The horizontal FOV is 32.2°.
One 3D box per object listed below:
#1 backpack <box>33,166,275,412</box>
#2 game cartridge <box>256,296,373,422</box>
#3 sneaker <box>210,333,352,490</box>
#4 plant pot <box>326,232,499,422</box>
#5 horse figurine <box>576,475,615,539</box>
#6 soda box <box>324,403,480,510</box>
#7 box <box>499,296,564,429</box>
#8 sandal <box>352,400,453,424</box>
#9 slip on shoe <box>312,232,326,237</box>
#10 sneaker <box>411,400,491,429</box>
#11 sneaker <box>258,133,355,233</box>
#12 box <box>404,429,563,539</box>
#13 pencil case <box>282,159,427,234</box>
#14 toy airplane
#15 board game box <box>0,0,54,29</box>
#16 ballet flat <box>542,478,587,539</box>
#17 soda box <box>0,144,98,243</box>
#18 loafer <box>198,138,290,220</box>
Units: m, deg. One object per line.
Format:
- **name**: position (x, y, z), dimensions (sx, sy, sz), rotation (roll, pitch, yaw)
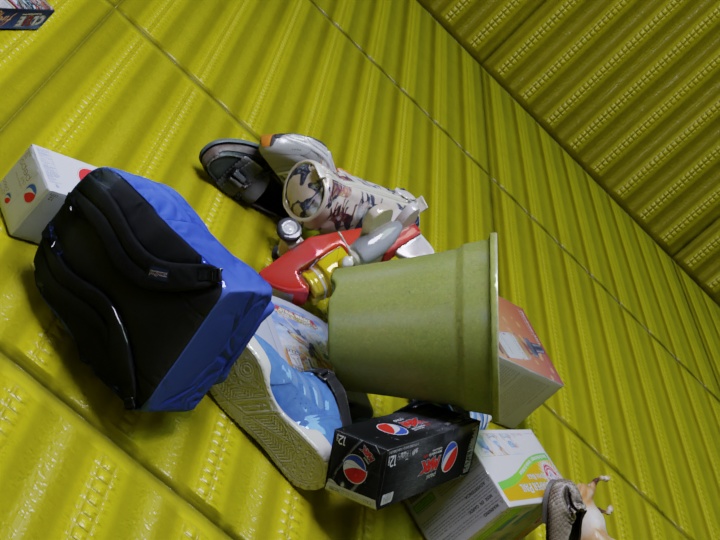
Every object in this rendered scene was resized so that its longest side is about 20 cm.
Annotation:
- **backpack**: position (-0.194, 0.016, 1.153), dimensions (0.200, 0.163, 0.167), rotation (41, 9, 21)
- **game cartridge**: position (-0.073, 0.094, 1.417), dimensions (0.199, 0.041, 0.134), rotation (27, 34, -44)
- **sneaker**: position (-0.082, 0.120, 1.288), dimensions (0.201, 0.076, 0.111), rotation (51, 26, -5)
- **plant pot**: position (0.059, 0.063, 1.356), dimensions (0.200, 0.181, 0.204), rotation (-1, 90, -84)
- **horse figurine**: position (0.324, 0.353, 1.712), dimensions (0.131, 0.050, 0.202), rotation (9, 49, -41)
- **soda box**: position (0.046, 0.189, 1.293), dimensions (0.070, 0.064, 0.199), rotation (16, 10, 31)
- **box**: position (0.168, 0.112, 1.757), dimensions (0.199, 0.106, 0.153), rotation (25, 30, -45)
- **sandal**: position (0.046, 0.185, 1.421), dimensions (0.080, 0.087, 0.199), rotation (54, 23, 13)
- **slip on shoe**: position (-0.014, -0.004, 1.659), dimensions (0.199, 0.074, 0.062), rotation (26, 32, -54)
- **sneaker**: position (0.092, 0.135, 1.607), dimensions (0.201, 0.078, 0.089), rotation (50, 19, 4)
- **sneaker**: position (-0.067, -0.106, 1.612), dimensions (0.199, 0.075, 0.093), rotation (36, 62, -50)
- **box**: position (0.150, 0.258, 1.459), dimensions (0.199, 0.112, 0.102), rotation (12, 40, -59)
- **pencil case**: position (-0.009, -0.084, 1.581), dimensions (0.198, 0.090, 0.078), rotation (13, 37, -46)
- **toy airplane**: position (0.000, 0.000, 1.498), dimensions (0.199, 0.198, 0.143), rotation (23, 42, -54)
- **board game box**: position (-0.462, -0.366, 1.453), dimensions (0.201, 0.035, 0.135), rotation (50, 21, 5)
- **ballet flat**: position (0.235, 0.338, 1.426), dimensions (0.067, 0.046, 0.204), rotation (-8, 100, -60)
- **soda box**: position (-0.263, -0.056, 1.256), dimensions (0.199, 0.068, 0.064), rotation (20, 34, -51)
- **loafer**: position (-0.127, -0.112, 1.624), dimensions (0.199, 0.072, 0.064), rotation (24, 37, -51)
